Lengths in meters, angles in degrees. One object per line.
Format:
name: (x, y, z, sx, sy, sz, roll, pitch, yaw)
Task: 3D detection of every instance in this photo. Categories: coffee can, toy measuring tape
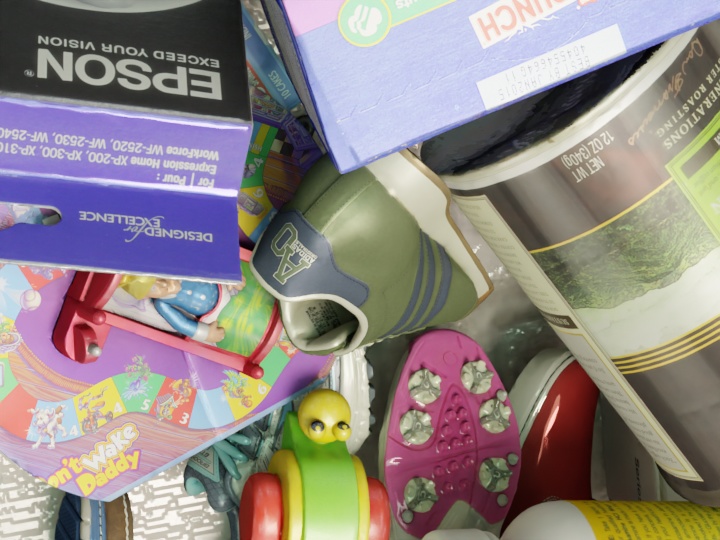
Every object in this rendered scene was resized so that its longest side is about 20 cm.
coffee can: (0.141, -0.016, 0.885, 0.146, 0.146, 0.200, -41, 110, -4)
toy measuring tape: (-0.027, 0.153, 0.941, 0.073, 0.074, 0.201, 4, 107, -14)

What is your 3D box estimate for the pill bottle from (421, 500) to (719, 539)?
pill bottle: (0.127, 0.160, 0.903, 0.199, 0.112, 0.113, 3, 99, -16)

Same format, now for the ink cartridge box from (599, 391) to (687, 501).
ink cartridge box: (0.228, 0.049, 1.044, 0.199, 0.087, 0.146, -9, 101, -13)

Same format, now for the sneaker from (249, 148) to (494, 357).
sneaker: (0.000, 0.000, 0.889, 0.090, 0.200, 0.067, -45, 72, -4)

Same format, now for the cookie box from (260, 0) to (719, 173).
cookie box: (0.046, -0.123, 0.808, 0.171, 0.200, 0.075, -22, 108, -2)

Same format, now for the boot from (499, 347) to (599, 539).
boot: (0.125, 0.148, 1.003, 0.072, 0.144, 0.201, -5, 110, -53)

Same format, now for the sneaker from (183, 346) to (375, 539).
sneaker: (-0.043, 0.081, 0.980, 0.086, 0.078, 0.201, -10, 103, -22)

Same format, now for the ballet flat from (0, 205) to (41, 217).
ballet flat: (-0.172, -0.015, 0.916, 0.075, 0.068, 0.200, 23, 124, -15)

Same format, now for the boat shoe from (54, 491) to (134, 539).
boat shoe: (-0.109, 0.193, 1.002, 0.072, 0.072, 0.201, -9, 112, -17)

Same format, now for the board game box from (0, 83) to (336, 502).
board game box: (-0.083, 0.013, 0.882, 0.199, 0.039, 0.159, -28, 112, -20)

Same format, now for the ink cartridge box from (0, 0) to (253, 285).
ink cartridge box: (-0.145, -0.084, 0.812, 0.197, 0.200, 0.043, 5, 135, -13)

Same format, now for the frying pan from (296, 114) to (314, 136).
frying pan: (-0.081, 0.017, 0.996, 0.190, 0.031, 0.115, -28, 108, -6)

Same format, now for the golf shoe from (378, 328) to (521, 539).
golf shoe: (0.034, 0.131, 0.985, 0.075, 0.091, 0.201, 2, 79, -22)

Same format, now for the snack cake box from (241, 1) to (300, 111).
snack cake box: (-0.131, -0.131, 0.936, 0.115, 0.067, 0.200, -36, 106, -6)
